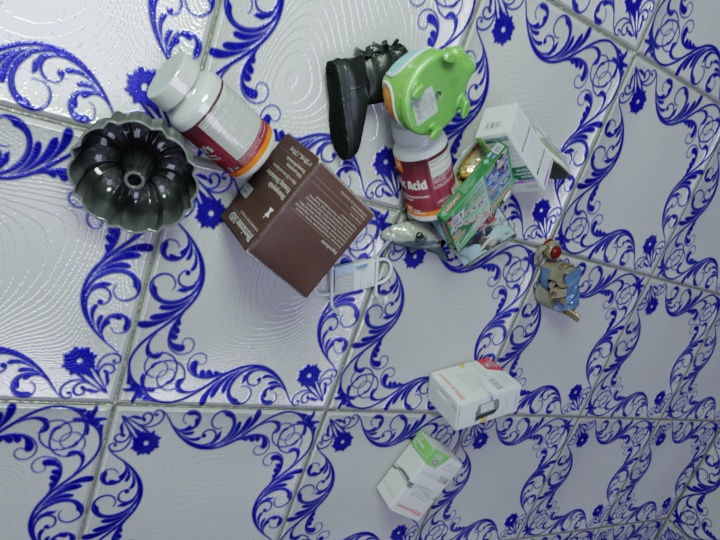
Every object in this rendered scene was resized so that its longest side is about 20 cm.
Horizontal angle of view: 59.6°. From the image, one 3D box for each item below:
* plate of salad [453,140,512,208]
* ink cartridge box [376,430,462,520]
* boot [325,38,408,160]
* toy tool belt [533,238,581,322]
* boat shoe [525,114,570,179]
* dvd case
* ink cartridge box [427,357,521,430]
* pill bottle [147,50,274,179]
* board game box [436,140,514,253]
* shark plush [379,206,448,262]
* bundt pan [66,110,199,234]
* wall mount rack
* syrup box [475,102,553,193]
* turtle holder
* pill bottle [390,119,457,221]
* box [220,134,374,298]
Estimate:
[{"bbox_3d":[0.282,-0.197,1.403,0.195,0.048,0.205,-14,121,-25],"label":"plate of salad"},{"bbox_3d":[0.160,0.560,1.708,0.145,0.084,0.201,36,93,-38],"label":"ink cartridge box"},{"bbox_3d":[0.020,-0.320,1.171,0.160,0.073,0.203,-23,126,-26],"label":"boot"},{"bbox_3d":[0.526,0.028,1.620,0.123,0.123,0.204,-24,125,-17],"label":"toy tool belt"},{"bbox_3d":[0.416,-0.274,1.429,0.200,0.074,0.066,30,71,-31],"label":"boat shoe"},{"bbox_3d":[0.253,-0.104,1.421,0.144,0.022,0.200,-32,131,15],"label":"dvd case"},{"bbox_3d":[0.290,0.313,1.616,0.195,0.148,0.088,-11,119,-24],"label":"ink cartridge box"},{"bbox_3d":[-0.240,-0.250,1.023,0.110,0.110,0.199,-49,128,2],"label":"pill bottle"},{"bbox_3d":[0.241,-0.148,1.295,0.201,0.029,0.135,-49,149,-9],"label":"board game box"},{"bbox_3d":[0.129,-0.070,1.392,0.083,0.092,0.198,-40,150,24],"label":"shark plush"},{"bbox_3d":[-0.354,-0.162,0.998,0.196,0.077,0.206,-5,129,-6],"label":"bundt pan"},{"bbox_3d":[0.000,0.000,1.321,0.195,0.074,0.178,-12,120,-26],"label":"wall mount rack"},{"bbox_3d":[0.331,-0.255,1.337,0.200,0.077,0.083,42,62,-40],"label":"syrup box"},{"bbox_3d":[0.116,-0.334,1.102,0.140,0.131,0.188,27,95,-45],"label":"turtle holder"},{"bbox_3d":[0.127,-0.213,1.260,0.112,0.114,0.203,-28,126,-14],"label":"pill bottle"},{"bbox_3d":[-0.115,-0.101,1.141,0.201,0.166,0.164,-49,129,1],"label":"box"}]
